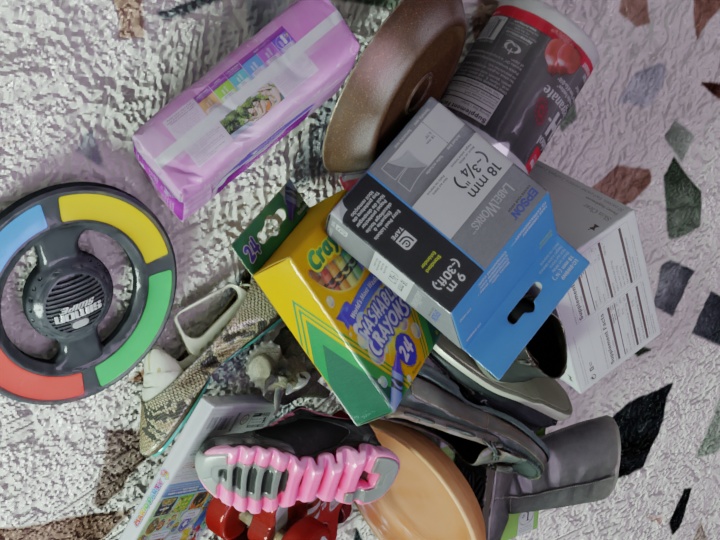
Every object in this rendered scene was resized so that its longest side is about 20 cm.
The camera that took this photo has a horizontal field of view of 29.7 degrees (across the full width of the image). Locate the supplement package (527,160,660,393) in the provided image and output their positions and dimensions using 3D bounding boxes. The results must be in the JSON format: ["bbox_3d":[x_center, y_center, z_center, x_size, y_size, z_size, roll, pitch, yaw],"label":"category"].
[{"bbox_3d":[0.178,-0.006,1.336,0.110,0.200,0.157,-34,127,-17],"label":"supplement package"}]

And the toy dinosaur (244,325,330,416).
[{"bbox_3d":[-0.065,0.088,1.281,0.102,0.077,0.200,-36,171,-12],"label":"toy dinosaur"}]

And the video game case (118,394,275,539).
[{"bbox_3d":[-0.160,0.205,1.274,0.201,0.018,0.143,-60,160,8],"label":"video game case"}]

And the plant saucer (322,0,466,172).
[{"bbox_3d":[0.039,-0.164,1.192,0.201,0.036,0.201,-53,167,-18],"label":"plant saucer"}]

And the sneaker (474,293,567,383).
[{"bbox_3d":[0.117,0.015,1.250,0.075,0.106,0.201,-42,103,-21],"label":"sneaker"}]

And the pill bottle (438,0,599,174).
[{"bbox_3d":[0.129,-0.147,1.277,0.110,0.110,0.201,37,83,-42],"label":"pill bottle"}]

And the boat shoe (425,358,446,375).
[{"bbox_3d":[0.070,0.032,1.369,0.068,0.071,0.203,-22,116,-50],"label":"boat shoe"}]

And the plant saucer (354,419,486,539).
[{"bbox_3d":[0.058,0.233,1.378,0.037,0.199,0.202,-34,129,-29],"label":"plant saucer"}]

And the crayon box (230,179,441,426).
[{"bbox_3d":[-0.017,0.019,1.216,0.201,0.051,0.126,55,37,-14],"label":"crayon box"}]

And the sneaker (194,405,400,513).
[{"bbox_3d":[-0.064,0.166,1.262,0.198,0.096,0.080,5,127,-27],"label":"sneaker"}]

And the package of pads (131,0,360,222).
[{"bbox_3d":[-0.095,-0.134,1.123,0.200,0.121,0.076,-41,89,-11],"label":"package of pads"}]

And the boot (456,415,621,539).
[{"bbox_3d":[0.184,0.249,1.457,0.198,0.072,0.184,-6,118,-40],"label":"boot"}]

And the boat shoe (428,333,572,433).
[{"bbox_3d":[0.124,0.114,1.361,0.198,0.075,0.066,25,125,-35],"label":"boat shoe"}]

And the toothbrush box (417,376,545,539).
[{"bbox_3d":[0.121,0.202,1.480,0.144,0.086,0.202,-16,122,-28],"label":"toothbrush box"}]

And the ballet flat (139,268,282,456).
[{"bbox_3d":[-0.150,0.073,1.239,0.200,0.068,0.075,-48,110,-14],"label":"ballet flat"}]

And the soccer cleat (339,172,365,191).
[{"bbox_3d":[0.000,0.000,1.310,0.075,0.067,0.203,6,113,-15],"label":"soccer cleat"}]

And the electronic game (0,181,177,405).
[{"bbox_3d":[-0.246,0.022,1.147,0.198,0.042,0.202,-17,122,-29],"label":"electronic game"}]

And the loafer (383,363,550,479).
[{"bbox_3d":[0.099,0.161,1.324,0.199,0.072,0.063,34,56,-21],"label":"loafer"}]

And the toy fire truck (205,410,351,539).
[{"bbox_3d":[-0.060,0.256,1.363,0.168,0.111,0.202,-39,145,-38],"label":"toy fire truck"}]

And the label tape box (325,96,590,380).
[{"bbox_3d":[0.090,-0.029,1.169,0.145,0.199,0.063,-49,174,-17],"label":"label tape box"}]
